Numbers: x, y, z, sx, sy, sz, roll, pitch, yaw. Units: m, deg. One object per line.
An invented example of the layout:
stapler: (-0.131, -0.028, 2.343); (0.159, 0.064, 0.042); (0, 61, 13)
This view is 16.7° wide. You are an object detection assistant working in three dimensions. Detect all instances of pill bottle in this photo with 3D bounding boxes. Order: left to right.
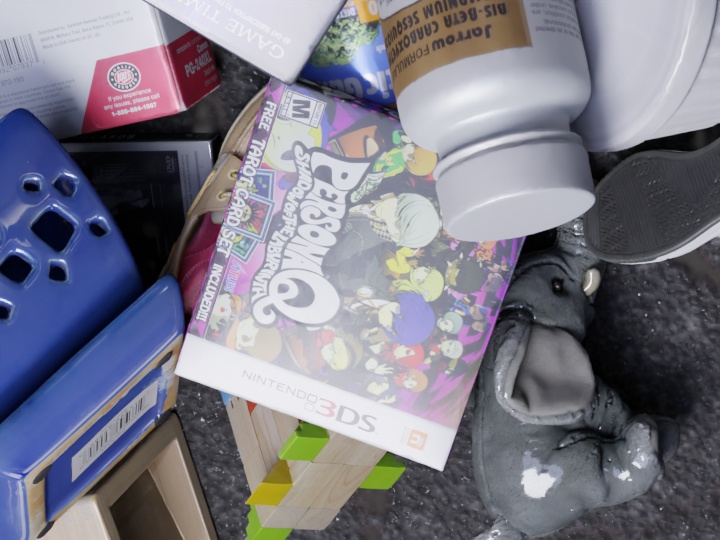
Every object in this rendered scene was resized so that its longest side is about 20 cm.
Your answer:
pill bottle: (0.020, -0.103, 1.566); (0.112, 0.112, 0.201); (-10, 104, 20)
pill bottle: (0.073, -0.125, 1.430); (0.114, 0.114, 0.201); (-17, 74, 22)

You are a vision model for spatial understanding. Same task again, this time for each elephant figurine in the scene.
elephant figurine: (0.109, 0.057, 1.581); (0.141, 0.155, 0.201); (-19, 106, 28)

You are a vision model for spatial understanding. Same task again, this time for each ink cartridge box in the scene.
ink cartridge box: (-0.193, -0.194, 1.610); (0.145, 0.083, 0.201); (-10, 104, 21)

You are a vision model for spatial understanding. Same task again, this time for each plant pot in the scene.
plant pot: (-0.223, 0.050, 1.567); (0.180, 0.200, 0.200); (42, 158, 12)

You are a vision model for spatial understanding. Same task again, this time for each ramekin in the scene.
ramekin: (0.174, -0.171, 1.460); (0.202, 0.094, 0.204); (8, 99, 60)

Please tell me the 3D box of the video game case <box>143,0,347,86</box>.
video game case: (-0.048, -0.220, 1.393); (0.142, 0.019, 0.200); (30, 115, -12)

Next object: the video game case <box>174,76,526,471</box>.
video game case: (0.000, 0.000, 1.510); (0.180, 0.036, 0.201); (20, 101, 2)

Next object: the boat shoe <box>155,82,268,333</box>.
boat shoe: (-0.075, -0.035, 1.626); (0.073, 0.069, 0.201); (25, 104, -8)

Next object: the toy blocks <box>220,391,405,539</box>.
toy blocks: (-0.029, 0.073, 1.638); (0.200, 0.100, 0.137); (-53, 44, 39)

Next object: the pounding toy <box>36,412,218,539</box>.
pounding toy: (-0.191, 0.234, 1.704); (0.142, 0.184, 0.201); (-12, 104, 21)

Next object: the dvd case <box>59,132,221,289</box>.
dvd case: (-0.186, -0.020, 1.707); (0.199, 0.025, 0.151); (0, 107, 17)

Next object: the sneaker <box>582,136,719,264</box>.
sneaker: (0.244, -0.047, 1.520); (0.200, 0.120, 0.084); (-22, 63, 43)
